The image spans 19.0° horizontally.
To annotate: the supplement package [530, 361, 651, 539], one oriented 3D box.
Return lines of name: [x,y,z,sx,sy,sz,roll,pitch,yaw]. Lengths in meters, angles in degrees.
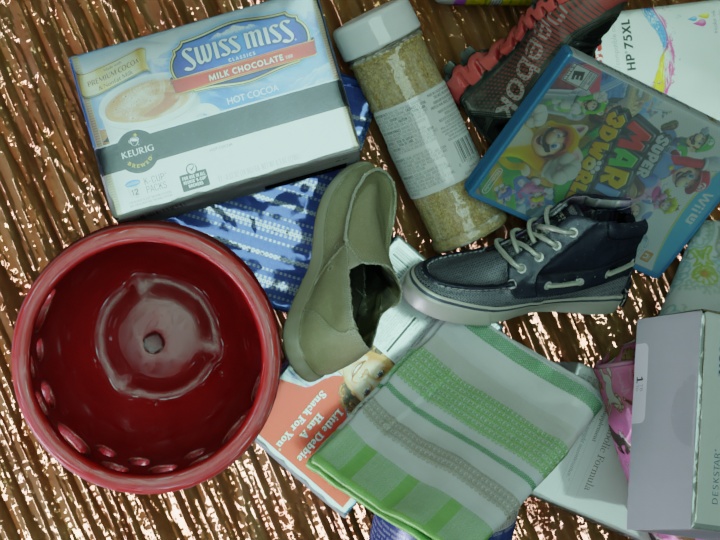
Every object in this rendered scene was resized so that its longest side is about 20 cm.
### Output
supplement package: [0.235,0.161,1.720,0.199,0.110,0.114,22,87,-4]

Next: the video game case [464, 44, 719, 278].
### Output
video game case: [0.200,-0.082,1.702,0.199,0.018,0.143,22,117,-28]

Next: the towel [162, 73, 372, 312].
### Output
towel: [-0.080,-0.076,1.745,0.144,0.024,0.201,17,87,-3]

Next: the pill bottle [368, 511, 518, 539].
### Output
pill bottle: [0.060,0.222,1.681,0.110,0.111,0.201,9,111,-4]

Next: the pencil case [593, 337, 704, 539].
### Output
pencil case: [0.245,0.145,1.622,0.082,0.086,0.201,-20,94,-20]

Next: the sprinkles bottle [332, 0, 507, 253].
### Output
sprinkles bottle: [0.049,-0.116,1.723,0.068,0.068,0.201,-26,98,-5]

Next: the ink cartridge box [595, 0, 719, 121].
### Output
ink cartridge box: [0.232,-0.153,1.752,0.199,0.067,0.117,-8,88,-5]

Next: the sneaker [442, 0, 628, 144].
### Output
sneaker: [0.152,-0.164,1.691,0.071,0.200,0.098,-14,72,-46]

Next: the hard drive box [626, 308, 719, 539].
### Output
hard drive box: [0.297,0.121,1.561,0.199,0.077,0.157,12,78,-31]

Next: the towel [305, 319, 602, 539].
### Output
towel: [0.074,0.118,1.607,0.149,0.031,0.200,30,49,20]

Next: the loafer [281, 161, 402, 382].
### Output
loafer: [0.000,0.000,1.645,0.068,0.076,0.201,-5,51,28]

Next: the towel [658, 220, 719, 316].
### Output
towel: [0.334,0.064,1.718,0.199,0.048,0.171,29,44,1]

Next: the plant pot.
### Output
plant pot: [-0.158,0.059,1.647,0.199,0.183,0.202,0,94,0]

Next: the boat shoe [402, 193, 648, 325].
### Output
boat shoe: [0.131,-0.016,1.674,0.199,0.075,0.093,-4,130,-29]

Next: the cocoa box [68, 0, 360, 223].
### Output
cocoa box: [-0.111,-0.124,1.671,0.199,0.133,0.132,-16,88,-2]

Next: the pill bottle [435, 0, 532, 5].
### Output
pill bottle: [0.156,-0.266,1.732,0.199,0.104,0.105,0,88,-5]

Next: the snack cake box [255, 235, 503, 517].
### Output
snack cake box: [0.006,0.084,1.725,0.115,0.067,0.200,41,85,-4]
